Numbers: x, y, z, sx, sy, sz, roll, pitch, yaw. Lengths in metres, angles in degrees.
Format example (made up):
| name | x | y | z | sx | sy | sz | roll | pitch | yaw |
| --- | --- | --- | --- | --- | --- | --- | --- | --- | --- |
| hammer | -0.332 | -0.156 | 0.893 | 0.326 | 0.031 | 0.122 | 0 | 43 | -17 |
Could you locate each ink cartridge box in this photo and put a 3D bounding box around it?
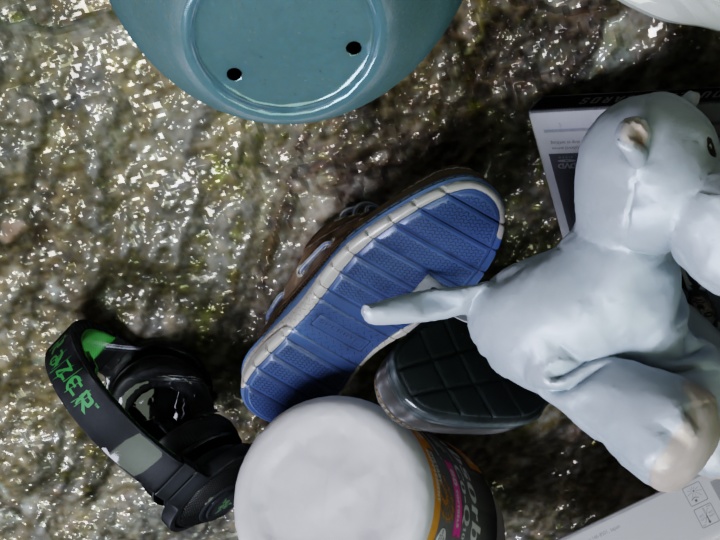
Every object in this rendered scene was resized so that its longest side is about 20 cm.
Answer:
| name | x | y | z | sx | sy | sz | roll | pitch | yaw |
| --- | --- | --- | --- | --- | --- | --- | --- | --- | --- |
| ink cartridge box | 0.166 | 0.182 | 1.109 | 0.198 | 0.045 | 0.176 | -23 | 161 | -12 |

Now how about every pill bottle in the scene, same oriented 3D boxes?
| name | x | y | z | sx | sy | sz | roll | pitch | yaw |
| --- | --- | --- | --- | --- | --- | --- | --- | --- | --- |
| pill bottle | 0.014 | 0.145 | 1.044 | 0.115 | 0.117 | 0.200 | -20 | 160 | 15 |

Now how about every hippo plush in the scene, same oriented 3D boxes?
| name | x | y | z | sx | sy | sz | roll | pitch | yaw |
| --- | --- | --- | --- | --- | --- | --- | --- | --- | --- |
| hippo plush | 0.141 | -0.008 | 0.890 | 0.199 | 0.159 | 0.162 | 31 | 109 | 16 |

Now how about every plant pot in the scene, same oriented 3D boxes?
| name | x | y | z | sx | sy | sz | roll | pitch | yaw |
| --- | --- | --- | --- | --- | --- | --- | --- | --- | --- |
| plant pot | -0.034 | -0.146 | 0.829 | 0.198 | 0.135 | 0.201 | -1 | 130 | -1 |

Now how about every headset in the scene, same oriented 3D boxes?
| name | x | y | z | sx | sy | sz | roll | pitch | yaw |
| --- | --- | --- | --- | --- | --- | --- | --- | --- | --- |
| headset | -0.095 | 0.087 | 1.046 | 0.094 | 0.124 | 0.200 | -43 | 136 | 7 |

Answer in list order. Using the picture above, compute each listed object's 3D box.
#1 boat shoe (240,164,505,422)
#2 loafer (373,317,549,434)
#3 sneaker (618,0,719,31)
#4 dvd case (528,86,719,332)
| name | x | y | z | sx | sy | sz | roll | pitch | yaw |
| --- | --- | --- | --- | --- | --- | --- | --- | --- | --- |
| boat shoe | 0.000 | 0.000 | 0.993 | 0.072 | 0.073 | 0.200 | 33 | 123 | -27 |
| loafer | 0.065 | 0.061 | 0.995 | 0.072 | 0.073 | 0.199 | -33 | 163 | 33 |
| sneaker | 0.205 | -0.146 | 0.881 | 0.199 | 0.071 | 0.081 | 19 | 118 | -20 |
| dvd case | 0.180 | -0.001 | 0.955 | 0.149 | 0.025 | 0.202 | 1 | 119 | 37 |
